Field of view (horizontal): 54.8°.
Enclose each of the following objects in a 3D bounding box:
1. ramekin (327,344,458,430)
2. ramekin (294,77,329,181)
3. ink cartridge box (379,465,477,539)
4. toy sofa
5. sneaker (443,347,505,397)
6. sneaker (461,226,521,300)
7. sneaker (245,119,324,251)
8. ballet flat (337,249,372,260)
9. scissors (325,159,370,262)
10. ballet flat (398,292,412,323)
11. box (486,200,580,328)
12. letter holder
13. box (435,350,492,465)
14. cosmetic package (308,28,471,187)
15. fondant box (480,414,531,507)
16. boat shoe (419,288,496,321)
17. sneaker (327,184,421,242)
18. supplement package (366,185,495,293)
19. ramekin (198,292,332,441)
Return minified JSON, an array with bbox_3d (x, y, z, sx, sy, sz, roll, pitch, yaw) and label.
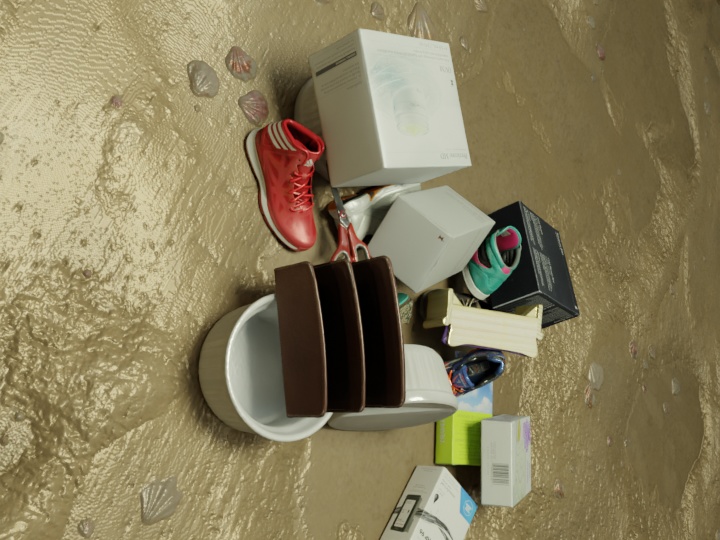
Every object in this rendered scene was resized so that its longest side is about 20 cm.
[{"bbox_3d":[0.045,0.180,1.065,0.202,0.202,0.094,15,60,-41],"label":"ramekin"},{"bbox_3d":[-0.002,-0.249,1.161,0.200,0.105,0.201,11,74,-42],"label":"ramekin"},{"bbox_3d":[0.106,0.441,1.153,0.116,0.068,0.200,51,52,-23],"label":"ink cartridge box"},{"bbox_3d":[0.216,0.096,1.223,0.200,0.083,0.098,9,80,-19],"label":"toy sofa"},{"bbox_3d":[0.162,0.185,1.200,0.200,0.078,0.075,-27,87,-3],"label":"sneaker"},{"bbox_3d":[0.236,-0.058,1.300,0.084,0.121,0.200,17,47,-41],"label":"sneaker"},{"bbox_3d":[-0.096,-0.129,1.040,0.078,0.115,0.200,-33,104,-41],"label":"sneaker"},{"bbox_3d":[0.000,0.000,1.143,0.200,0.068,0.067,-22,88,-45],"label":"ballet flat"},{"bbox_3d":[-0.021,-0.077,1.103,0.073,0.014,0.200,1,79,-26],"label":"scissors"},{"bbox_3d":[0.021,0.099,1.148,0.200,0.068,0.075,-22,113,-45],"label":"ballet flat"},{"bbox_3d":[0.333,-0.005,1.383,0.182,0.104,0.200,25,50,-45],"label":"box"},{"bbox_3d":[-0.026,0.086,0.912,0.100,0.142,0.200,0,82,-43],"label":"letter holder"},{"bbox_3d":[0.194,0.257,1.285,0.122,0.048,0.200,16,71,-41],"label":"box"},{"bbox_3d":[0.048,-0.237,1.050,0.199,0.123,0.200,-10,90,-43],"label":"cosmetic package"},{"bbox_3d":[0.270,0.343,1.278,0.200,0.058,0.145,20,69,-67],"label":"fondant box"},{"bbox_3d":[0.194,0.070,1.303,0.200,0.073,0.075,7,77,-42],"label":"boat shoe"},{"bbox_3d":[0.031,-0.098,1.194,0.200,0.076,0.092,-25,107,-35],"label":"sneaker"},{"bbox_3d":[0.121,-0.059,1.172,0.117,0.117,0.200,41,27,16],"label":"supplement package"},{"bbox_3d":[-0.127,0.136,0.973,0.200,0.098,0.201,11,74,-42],"label":"ramekin"}]
